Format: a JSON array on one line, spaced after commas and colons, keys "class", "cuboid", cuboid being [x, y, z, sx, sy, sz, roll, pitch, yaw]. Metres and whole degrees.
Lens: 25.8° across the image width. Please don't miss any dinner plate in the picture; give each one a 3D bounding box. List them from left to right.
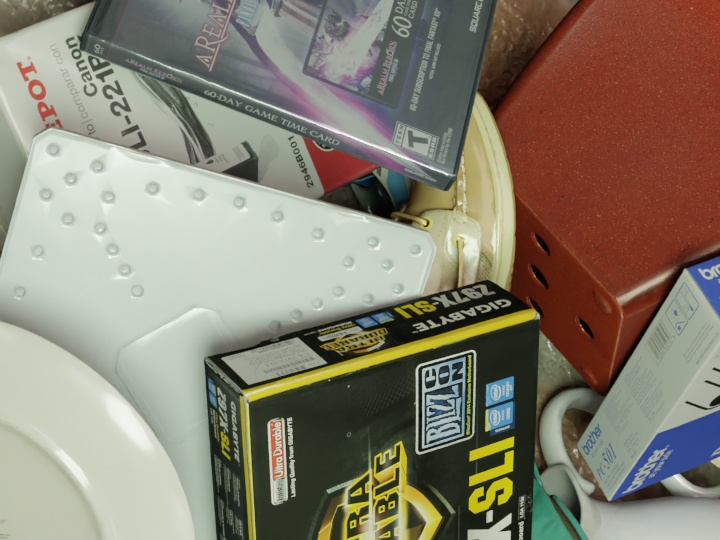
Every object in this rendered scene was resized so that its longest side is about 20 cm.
[{"class": "dinner plate", "cuboid": [-0.171, 0.114, 0.735, 0.201, 0.200, 0.024, 56, 32, -13]}]

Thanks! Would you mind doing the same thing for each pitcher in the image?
[{"class": "pitcher", "cuboid": [0.195, 0.173, 0.995, 0.199, 0.121, 0.172, 19, 62, -16]}]

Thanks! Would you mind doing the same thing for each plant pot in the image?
[{"class": "plant pot", "cuboid": [0.170, -0.046, 0.932, 0.176, 0.200, 0.200, -35, 67, -13]}]

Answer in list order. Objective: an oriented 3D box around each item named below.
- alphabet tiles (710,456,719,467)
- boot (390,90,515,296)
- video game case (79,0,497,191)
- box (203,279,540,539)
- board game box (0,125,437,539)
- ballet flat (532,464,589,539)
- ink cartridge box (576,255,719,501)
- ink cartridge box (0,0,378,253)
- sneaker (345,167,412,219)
[{"class": "alphabet tiles", "cuboid": [0.285, 0.080, 1.058, 0.200, 0.015, 0.196, 39, 44, -8]}, {"class": "boot", "cuboid": [0.000, 0.000, 0.845, 0.155, 0.073, 0.201, -2, 96, -20]}, {"class": "video game case", "cuboid": [-0.030, -0.134, 0.824, 0.199, 0.019, 0.143, 21, 56, -9]}, {"class": "box", "cuboid": [0.009, 0.117, 0.775, 0.159, 0.049, 0.201, -15, 119, -27]}, {"class": "board game box", "cuboid": [-0.086, 0.047, 0.773, 0.199, 0.026, 0.201, 15, 105, -14]}, {"class": "ballet flat", "cuboid": [0.084, 0.146, 0.901, 0.070, 0.200, 0.068, -20, 127, -5]}, {"class": "ink cartridge box", "cuboid": [0.197, 0.055, 0.886, 0.094, 0.200, 0.044, -18, 62, -22]}, {"class": "ink cartridge box", "cuboid": [-0.108, -0.079, 0.853, 0.200, 0.084, 0.145, -28, 99, -30]}, {"class": "sneaker", "cuboid": [0.020, -0.087, 0.941, 0.072, 0.072, 0.201, 1, 80, -22]}]
